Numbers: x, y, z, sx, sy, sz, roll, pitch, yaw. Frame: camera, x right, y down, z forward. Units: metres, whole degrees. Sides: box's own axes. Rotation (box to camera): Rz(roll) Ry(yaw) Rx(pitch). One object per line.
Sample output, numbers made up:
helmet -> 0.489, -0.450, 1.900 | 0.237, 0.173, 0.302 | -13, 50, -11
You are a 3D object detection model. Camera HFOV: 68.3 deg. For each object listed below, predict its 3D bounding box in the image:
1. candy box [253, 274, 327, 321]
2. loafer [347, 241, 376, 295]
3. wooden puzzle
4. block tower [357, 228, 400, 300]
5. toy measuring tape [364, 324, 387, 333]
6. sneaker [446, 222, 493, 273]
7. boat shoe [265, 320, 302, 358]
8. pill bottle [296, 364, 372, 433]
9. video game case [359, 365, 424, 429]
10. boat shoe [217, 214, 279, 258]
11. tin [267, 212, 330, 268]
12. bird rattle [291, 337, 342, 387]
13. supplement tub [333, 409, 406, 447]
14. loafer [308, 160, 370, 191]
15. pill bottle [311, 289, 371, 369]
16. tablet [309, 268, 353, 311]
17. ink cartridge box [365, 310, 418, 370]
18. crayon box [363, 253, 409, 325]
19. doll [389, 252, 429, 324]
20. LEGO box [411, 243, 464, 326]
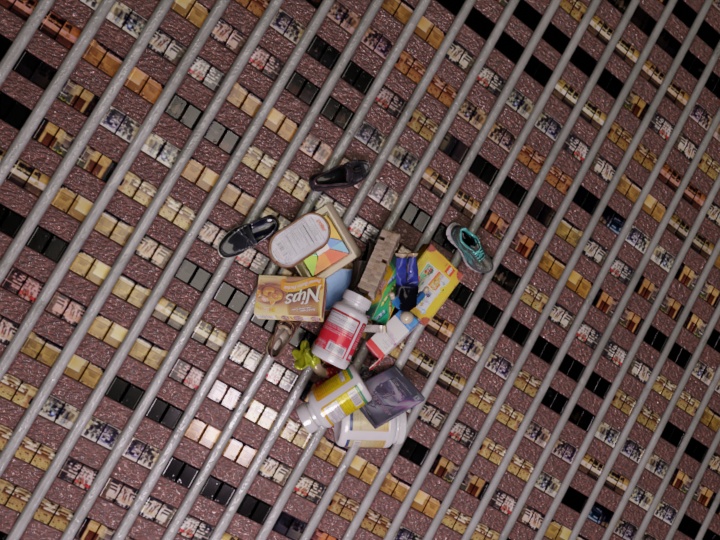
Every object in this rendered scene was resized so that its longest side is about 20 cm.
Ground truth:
candy box -> -0.197, 0.080, 1.514 | 0.195, 0.055, 0.118 | 3, 69, 4
loafer -> 0.000, 0.000, 1.580 | 0.071, 0.073, 0.202 | 35, 75, -21
wooden puzzle -> -0.119, -0.075, 1.573 | 0.198, 0.037, 0.187 | -33, 95, -12
block tower -> 0.053, -0.020, 1.525 | 0.057, 0.054, 0.203 | 19, 77, 12
toy measuring tape -> 0.004, 0.168, 1.568 | 0.196, 0.073, 0.075 | -3, 94, 32
sneaker -> 0.351, -0.065, 1.663 | 0.200, 0.091, 0.078 | 44, 84, -11
boat shoe -> -0.214, 0.164, 1.551 | 0.071, 0.072, 0.203 | 31, 86, -12
pill bottle -> -0.075, 0.363, 1.477 | 0.198, 0.113, 0.114 | -33, 99, -4
video game case -> 0.076, 0.369, 1.569 | 0.197, 0.143, 0.019 | -17, 139, -37
boat shoe -> -0.321, -0.100, 1.521 | 0.197, 0.062, 0.076 | -28, 100, -9
tin -> -0.175, -0.087, 1.533 | 0.198, 0.042, 0.113 | -34, 99, -7
bird rattle -> -0.097, 0.271, 1.571 | 0.200, 0.112, 0.164 | 45, 62, -11
supplement tub -> 0.027, 0.451, 1.583 | 0.195, 0.144, 0.148 | 6, 91, -13
loafer -> -0.056, -0.279, 1.573 | 0.196, 0.063, 0.073 | -19, 97, -11
pill bottle -> -0.047, 0.162, 1.485 | 0.111, 0.112, 0.203 | 28, 82, -12
tablet -> -0.063, 0.059, 1.612 | 0.195, 0.014, 0.133 | 4, 91, -12
ink cartridge box -> 0.079, 0.206, 1.592 | 0.199, 0.116, 0.067 | -42, 79, -9
crayon box -> 0.068, 0.050, 1.577 | 0.058, 0.118, 0.203 | 29, 81, -28
doll -> 0.138, 0.052, 1.518 | 0.134, 0.048, 0.205 | -1, 95, -29
LEGO box -> 0.198, 0.042, 1.639 | 0.148, 0.077, 0.201 | 41, 83, -12
